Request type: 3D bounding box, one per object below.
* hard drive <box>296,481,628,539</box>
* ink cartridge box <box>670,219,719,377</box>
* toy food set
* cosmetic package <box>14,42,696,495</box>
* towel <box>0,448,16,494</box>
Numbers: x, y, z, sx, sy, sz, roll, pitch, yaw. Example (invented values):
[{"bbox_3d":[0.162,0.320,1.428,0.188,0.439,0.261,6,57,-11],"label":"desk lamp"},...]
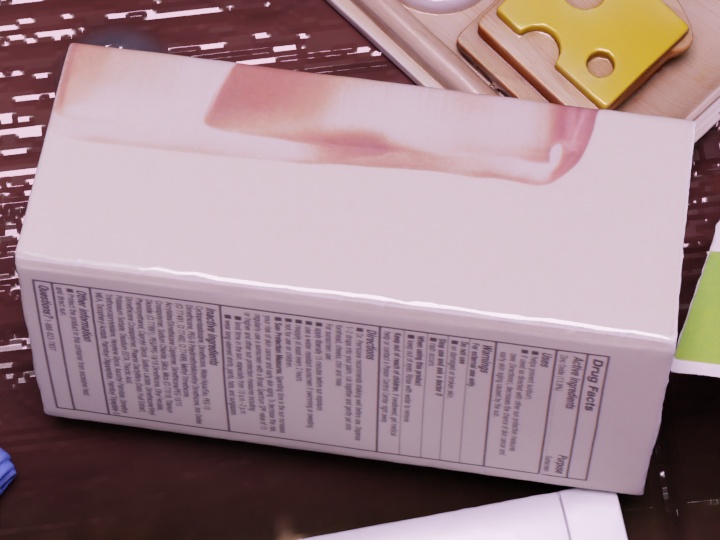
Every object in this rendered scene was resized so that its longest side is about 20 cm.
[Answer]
[{"bbox_3d":[-0.003,0.149,0.813,0.199,0.027,0.133,-10,71,-4],"label":"hard drive"},{"bbox_3d":[0.199,-0.036,0.801,0.147,0.076,0.201,6,66,41],"label":"ink cartridge box"},{"bbox_3d":[0.064,-0.128,0.896,0.143,0.060,0.200,-43,76,-15],"label":"toy food set"},{"bbox_3d":[0.000,0.000,0.817,0.199,0.104,0.088,9,58,3],"label":"cosmetic package"},{"bbox_3d":[-0.229,0.065,0.840,0.199,0.024,0.145,33,72,10],"label":"towel"}]
